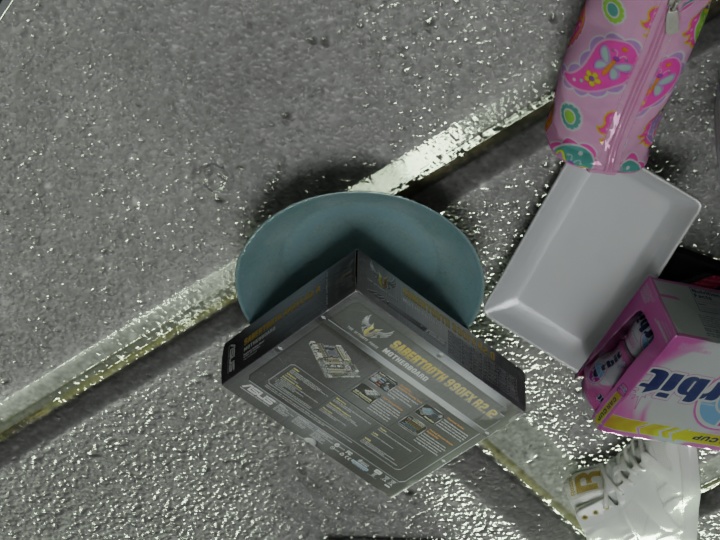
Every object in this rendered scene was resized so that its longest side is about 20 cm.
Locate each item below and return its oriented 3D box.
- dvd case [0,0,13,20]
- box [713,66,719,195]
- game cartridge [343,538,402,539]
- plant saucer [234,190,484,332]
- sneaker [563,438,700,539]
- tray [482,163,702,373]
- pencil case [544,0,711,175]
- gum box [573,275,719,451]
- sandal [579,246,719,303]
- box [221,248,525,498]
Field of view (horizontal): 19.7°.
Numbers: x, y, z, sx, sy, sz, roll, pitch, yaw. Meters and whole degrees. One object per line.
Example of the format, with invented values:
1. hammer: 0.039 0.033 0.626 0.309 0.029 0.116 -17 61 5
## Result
1. dvd case: -0.335 -0.199 1.489 0.150 0.025 0.200 25 130 -21
2. box: 0.353 -0.102 1.435 0.197 0.201 0.172 0 136 3
3. game cartridge: 0.030 0.330 1.975 0.132 0.042 0.201 4 134 4
4. plant saucer: 0.000 0.000 1.657 0.199 0.039 0.202 1 135 1
5. sneaker: 0.233 0.178 1.795 0.115 0.074 0.201 -5 135 2
6. tray: 0.181 -0.013 1.627 0.107 0.022 0.201 31 128 4
7. pencil case: 0.193 -0.160 1.466 0.087 0.088 0.201 11 134 -8
8. gum box: 0.278 0.079 1.646 0.199 0.066 0.114 11 130 -29
9. sandal: 0.275 0.025 1.665 0.198 0.045 0.075 8 135 -5
10. box: 0.011 0.087 1.680 0.200 0.049 0.158 35 125 -29
